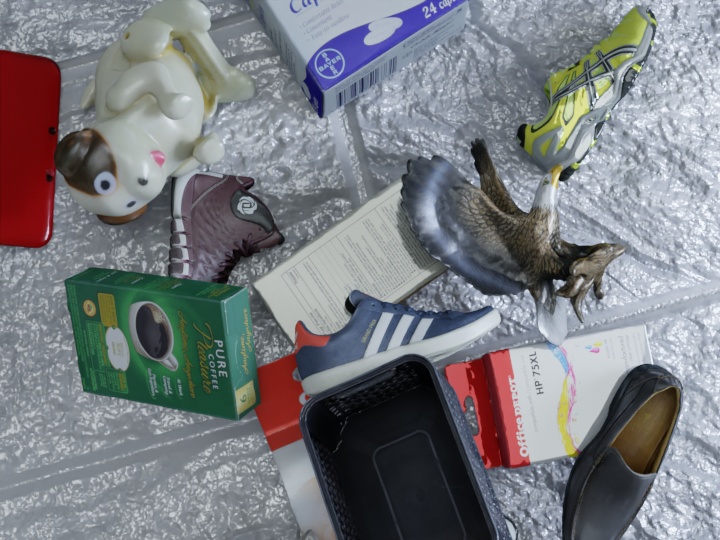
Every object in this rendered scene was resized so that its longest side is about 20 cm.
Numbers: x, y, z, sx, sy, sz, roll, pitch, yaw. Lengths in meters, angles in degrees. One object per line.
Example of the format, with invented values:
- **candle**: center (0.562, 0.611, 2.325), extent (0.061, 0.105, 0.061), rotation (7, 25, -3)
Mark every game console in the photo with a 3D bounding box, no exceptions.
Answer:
- **game console**: center (-0.415, -0.124, 1.414), extent (0.171, 0.118, 0.202), rotation (-4, 80, 31)

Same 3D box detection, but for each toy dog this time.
- **toy dog**: center (-0.220, -0.146, 1.333), extent (0.192, 0.140, 0.201), rotation (3, 54, 22)

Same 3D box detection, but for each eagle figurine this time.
- **eagle figurine**: center (0.148, -0.039, 1.316), extent (0.199, 0.152, 0.152), rotation (23, 70, 26)

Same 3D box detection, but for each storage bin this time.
- **storage bin**: center (0.042, 0.194, 1.227), extent (0.134, 0.094, 0.202), rotation (-24, 65, 8)

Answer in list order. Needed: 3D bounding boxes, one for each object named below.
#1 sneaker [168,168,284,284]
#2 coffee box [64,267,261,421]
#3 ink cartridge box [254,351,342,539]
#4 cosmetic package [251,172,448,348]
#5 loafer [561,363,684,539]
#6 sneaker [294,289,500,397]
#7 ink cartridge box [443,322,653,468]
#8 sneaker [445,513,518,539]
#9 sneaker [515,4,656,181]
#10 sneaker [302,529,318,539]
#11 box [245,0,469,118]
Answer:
- **sneaker**: center (-0.133, -0.006, 1.372), extent (0.114, 0.076, 0.202), rotation (0, 81, -3)
- **coffee box**: center (-0.189, 0.068, 1.308), extent (0.198, 0.044, 0.124), rotation (5, 111, 32)
- **ink cartridge box**: center (-0.006, 0.165, 1.325), extent (0.161, 0.050, 0.202), rotation (-22, 108, -4)
- **cosmetic package**: center (0.000, 0.000, 1.370), extent (0.199, 0.071, 0.106), rotation (-34, 85, -5)
- **loafer**: center (0.244, 0.183, 1.281), extent (0.072, 0.072, 0.202), rotation (21, 90, -2)
- **sneaker**: center (0.031, 0.051, 1.284), extent (0.198, 0.075, 0.085), rotation (-17, 79, -11)
- **ink cartridge box**: center (0.190, 0.128, 1.355), extent (0.198, 0.067, 0.117), rotation (-11, 84, -2)
- **sneaker**: center (0.075, 0.286, 1.328), extent (0.198, 0.115, 0.081), rotation (-27, 76, 26)
- **sneaker**: center (0.233, -0.192, 1.398), extent (0.076, 0.075, 0.201), rotation (32, 82, 4)
- **sneaker**: center (-0.120, 0.308, 1.315), extent (0.198, 0.075, 0.091), rotation (-17, 91, 6)
- **box**: center (-0.017, -0.295, 1.396), extent (0.183, 0.105, 0.201), rotation (-33, 83, -5)
